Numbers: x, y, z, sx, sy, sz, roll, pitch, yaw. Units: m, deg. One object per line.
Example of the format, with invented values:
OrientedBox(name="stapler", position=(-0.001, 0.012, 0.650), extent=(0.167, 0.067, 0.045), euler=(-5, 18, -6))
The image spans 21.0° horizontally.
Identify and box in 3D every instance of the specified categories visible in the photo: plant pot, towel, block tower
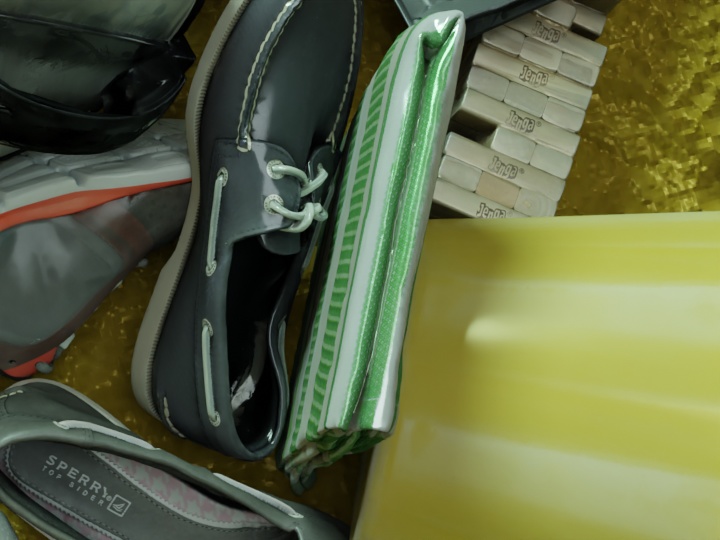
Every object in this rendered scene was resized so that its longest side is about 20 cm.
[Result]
OrientedBox(name="plant pot", position=(0.098, 0.059, 0.728), extent=(0.188, 0.201, 0.202), euler=(11, 77, 0))
OrientedBox(name="towel", position=(0.000, 0.000, 0.708), extent=(0.023, 0.200, 0.153), euler=(11, 78, -5))
OrientedBox(name="block tower", position=(0.076, -0.106, 0.821), extent=(0.058, 0.054, 0.201), euler=(22, 75, -8))

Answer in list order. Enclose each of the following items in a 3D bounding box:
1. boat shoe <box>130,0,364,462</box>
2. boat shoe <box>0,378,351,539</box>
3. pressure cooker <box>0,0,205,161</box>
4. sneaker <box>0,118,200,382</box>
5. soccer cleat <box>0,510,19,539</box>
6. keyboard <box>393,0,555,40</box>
OrientedBox(name="boat shoe", position=(-0.030, -0.022, 0.733), extent=(0.072, 0.063, 0.201), euler=(1, 113, -43))
OrientedBox(name="boat shoe", position=(-0.059, 0.108, 0.738), extent=(0.199, 0.057, 0.067), euler=(30, 97, -9))
OrientedBox(name="pressure cooker", position=(-0.147, -0.126, 0.700), extent=(0.175, 0.179, 0.200), euler=(-24, 71, -22))
OrientedBox(name="sneaker", position=(-0.128, -0.002, 0.761), extent=(0.199, 0.077, 0.082), euler=(-19, 115, -21))
OrientedBox(name="soccer cleat", position=(-0.198, 0.161, 0.702), extent=(0.200, 0.070, 0.086), euler=(-44, 91, -16))
OrientedBox(name="keyboard", position=(0.004, -0.173, 0.817), extent=(0.104, 0.040, 0.201), euler=(-21, 66, -10))
